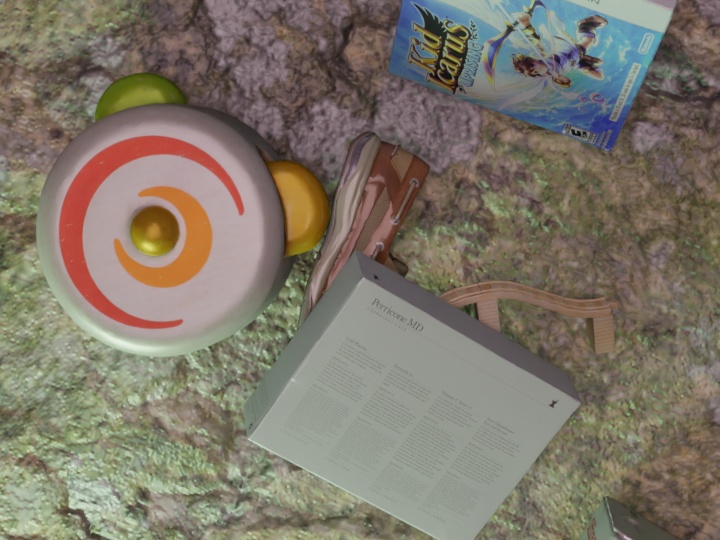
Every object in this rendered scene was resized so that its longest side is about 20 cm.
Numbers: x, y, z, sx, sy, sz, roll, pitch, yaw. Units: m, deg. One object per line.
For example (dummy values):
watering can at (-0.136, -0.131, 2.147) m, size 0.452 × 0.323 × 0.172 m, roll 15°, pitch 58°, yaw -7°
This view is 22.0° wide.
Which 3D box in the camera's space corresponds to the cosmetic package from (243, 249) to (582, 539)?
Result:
cosmetic package at (0.037, 0.098, 1.352) m, size 0.199 × 0.052 × 0.151 m, roll 30°, pitch 110°, yaw -21°

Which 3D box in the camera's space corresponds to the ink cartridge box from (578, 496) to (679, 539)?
ink cartridge box at (0.167, 0.280, 1.352) m, size 0.084 × 0.145 × 0.201 m, roll 30°, pitch 96°, yaw 1°

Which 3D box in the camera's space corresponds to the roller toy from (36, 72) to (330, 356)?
roller toy at (-0.138, -0.030, 1.363) m, size 0.199 × 0.140 × 0.183 m, roll 30°, pitch 96°, yaw 2°

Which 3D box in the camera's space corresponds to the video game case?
video game case at (0.118, -0.175, 1.305) m, size 0.180 × 0.200 × 0.046 m, roll 21°, pitch 65°, yaw 4°

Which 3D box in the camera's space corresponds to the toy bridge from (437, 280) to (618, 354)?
toy bridge at (0.095, 0.042, 1.378) m, size 0.198 × 0.027 × 0.068 m, roll -11°, pitch 117°, yaw -3°

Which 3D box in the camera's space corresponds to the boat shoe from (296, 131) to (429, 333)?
boat shoe at (0.000, 0.000, 1.387) m, size 0.071 × 0.076 × 0.201 m, roll 17°, pitch 99°, yaw -2°
